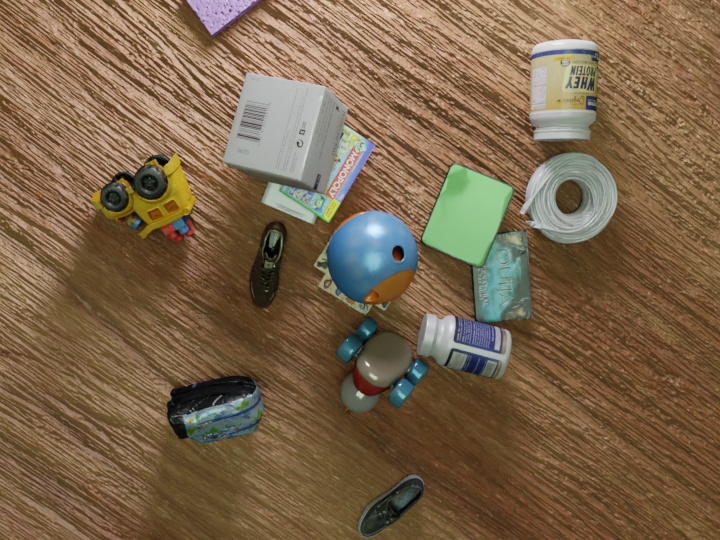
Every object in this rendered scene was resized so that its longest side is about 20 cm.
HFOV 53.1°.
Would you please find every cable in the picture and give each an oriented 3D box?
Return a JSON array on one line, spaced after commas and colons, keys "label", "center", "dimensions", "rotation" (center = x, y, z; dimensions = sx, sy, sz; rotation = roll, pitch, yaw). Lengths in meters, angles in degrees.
[{"label": "cable", "center": [0.473, -0.162, 1.625], "dimensions": [0.198, 0.069, 0.202], "rotation": [26, 95, -5]}]

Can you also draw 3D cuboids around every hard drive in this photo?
[{"label": "hard drive", "center": [-0.128, -0.223, 1.625], "dimensions": [0.130, 0.026, 0.203], "rotation": [22, 96, -4]}]

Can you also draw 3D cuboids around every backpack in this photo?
[{"label": "backpack", "center": [-0.318, 0.310, 1.630], "dimensions": [0.198, 0.163, 0.156], "rotation": [-25, 105, -5]}]

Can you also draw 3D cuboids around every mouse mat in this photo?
[{"label": "mouse mat", "center": [0.242, -0.125, 1.636], "dimensions": [0.159, 0.008, 0.203], "rotation": [23, 93, 8]}]

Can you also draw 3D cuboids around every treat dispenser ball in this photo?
[{"label": "treat dispenser ball", "center": [0.026, -0.027, 1.557], "dimensions": [0.197, 0.201, 0.205], "rotation": [0, 97, -1]}]

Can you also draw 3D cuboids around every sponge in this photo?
[{"label": "sponge", "center": [-0.280, -0.616, 1.573], "dimensions": [0.199, 0.030, 0.112], "rotation": [-36, 96, 3]}]

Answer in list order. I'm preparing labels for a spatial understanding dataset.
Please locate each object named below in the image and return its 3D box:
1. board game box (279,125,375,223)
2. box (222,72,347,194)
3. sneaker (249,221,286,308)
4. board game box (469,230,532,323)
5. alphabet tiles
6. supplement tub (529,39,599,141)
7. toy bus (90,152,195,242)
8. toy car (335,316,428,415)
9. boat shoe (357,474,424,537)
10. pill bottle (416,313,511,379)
[{"label": "board game box", "center": [-0.074, -0.227, 1.598], "dimensions": [0.133, 0.029, 0.202], "rotation": [31, 96, -4]}, {"label": "box", "center": [-0.158, -0.287, 1.523], "dimensions": [0.197, 0.130, 0.202], "rotation": [15, 89, 22]}, {"label": "sneaker", "center": [-0.213, -0.011, 1.623], "dimensions": [0.069, 0.076, 0.204], "rotation": [10, 96, -3]}, {"label": "board game box", "center": [0.324, 0.015, 1.662], "dimensions": [0.133, 0.028, 0.204], "rotation": [-6, 97, 0]}, {"label": "alphabet tiles", "center": [0.000, 0.000, 1.665], "dimensions": [0.198, 0.006, 0.168], "rotation": [32, 95, -5]}, {"label": "supplement tub", "center": [0.439, -0.384, 1.559], "dimensions": [0.142, 0.144, 0.204], "rotation": [0, 97, -1]}, {"label": "toy bus", "center": [-0.459, -0.138, 1.588], "dimensions": [0.197, 0.136, 0.194], "rotation": [-23, 113, 4]}, {"label": "toy car", "center": [0.019, 0.250, 1.643], "dimensions": [0.184, 0.177, 0.201], "rotation": [39, 124, 7]}, {"label": "boat shoe", "center": [0.071, 0.563, 1.707], "dimensions": [0.200, 0.057, 0.069], "rotation": [-44, 96, 4]}, {"label": "pill bottle", "center": [0.233, 0.168, 1.635], "dimensions": [0.197, 0.116, 0.118], "rotation": [15, 96, -3]}]
